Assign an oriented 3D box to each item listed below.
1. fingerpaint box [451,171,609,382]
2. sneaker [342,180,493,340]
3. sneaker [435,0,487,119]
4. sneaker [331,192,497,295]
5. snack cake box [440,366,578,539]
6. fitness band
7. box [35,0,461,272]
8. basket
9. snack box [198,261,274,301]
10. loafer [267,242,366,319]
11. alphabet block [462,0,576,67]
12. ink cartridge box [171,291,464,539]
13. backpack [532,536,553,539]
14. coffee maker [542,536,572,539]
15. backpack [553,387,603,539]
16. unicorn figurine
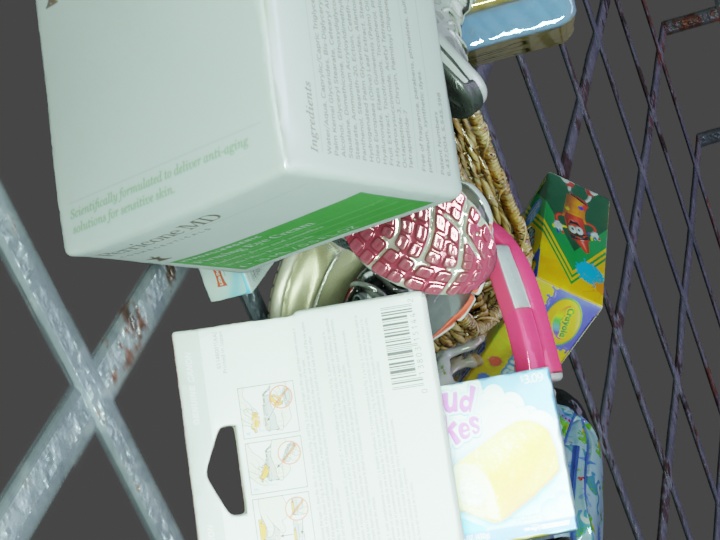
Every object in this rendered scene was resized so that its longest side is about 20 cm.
[{"bbox_3d":[0.156,0.036,1.625,0.073,0.201,0.167,24,39,-8],"label":"fingerpaint box"},{"bbox_3d":[0.029,0.020,1.247,0.201,0.077,0.082,-61,155,-2],"label":"sneaker"},{"bbox_3d":[0.072,-0.216,1.408,0.201,0.115,0.076,52,-14,36],"label":"sneaker"},{"bbox_3d":[0.008,-0.048,1.194,0.081,0.199,0.075,-65,163,8],"label":"sneaker"},{"bbox_3d":[0.046,0.142,1.198,0.067,0.198,0.116,52,28,-79],"label":"snack cake box"},{"bbox_3d":[0.083,0.055,1.313,0.037,0.143,0.202,-1,69,-42],"label":"fitness band"},{"bbox_3d":[-0.072,-0.120,1.064,0.171,0.198,0.202,7,71,-49],"label":"box"},{"bbox_3d":[0.064,-0.039,1.440,0.143,0.148,0.201,-104,172,-65],"label":"basket"},{"bbox_3d":[-0.085,-0.073,1.274,0.200,0.037,0.117,-59,134,-62],"label":"snack box"},{"bbox_3d":[-0.020,-0.010,1.281,0.076,0.068,0.202,20,83,-80],"label":"loafer"},{"bbox_3d":[0.086,-0.289,1.576,0.200,0.195,0.197,-17,95,-83],"label":"alphabet block"},{"bbox_3d":[-0.027,0.127,1.147,0.045,0.175,0.202,81,1,-78],"label":"ink cartridge box"},{"bbox_3d":[0.108,0.253,1.455,0.167,0.126,0.202,-59,135,-66],"label":"backpack"},{"bbox_3d":[0.065,0.253,1.229,0.192,0.198,0.136,-63,140,-59],"label":"coffee maker"},{"bbox_3d":[0.174,0.232,1.640,0.200,0.153,0.164,-45,143,-52],"label":"backpack"},{"bbox_3d":[0.104,0.111,1.452,0.137,0.199,0.074,-39,116,-39],"label":"unicorn figurine"}]
